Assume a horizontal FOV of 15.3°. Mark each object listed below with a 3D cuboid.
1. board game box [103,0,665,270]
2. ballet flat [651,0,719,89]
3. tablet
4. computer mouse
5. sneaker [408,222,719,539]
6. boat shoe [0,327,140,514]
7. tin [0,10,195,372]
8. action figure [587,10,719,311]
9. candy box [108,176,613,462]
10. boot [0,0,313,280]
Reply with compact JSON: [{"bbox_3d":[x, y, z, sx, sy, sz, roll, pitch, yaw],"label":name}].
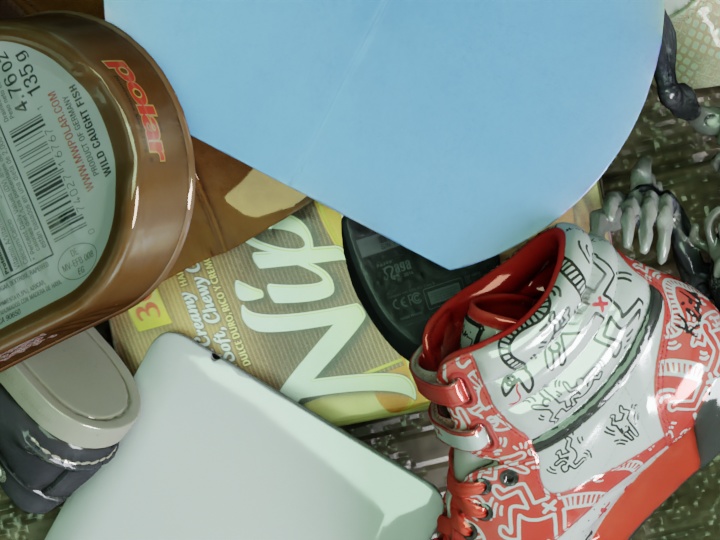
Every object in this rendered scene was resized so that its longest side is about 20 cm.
[{"bbox_3d":[0.009,-0.101,0.961,0.200,0.039,0.158,27,90,-6],"label":"board game box"},{"bbox_3d":[0.085,-0.151,1.044,0.067,0.062,0.200,-36,88,10],"label":"ballet flat"},{"bbox_3d":[-0.068,0.138,1.029,0.130,0.014,0.200,31,100,6],"label":"tablet"},{"bbox_3d":[0.007,-0.059,1.002,0.058,0.034,0.201,-15,90,-16],"label":"computer mouse"},{"bbox_3d":[0.047,0.076,0.974,0.108,0.067,0.202,34,102,-21],"label":"sneaker"},{"bbox_3d":[-0.164,0.011,1.039,0.200,0.073,0.063,48,124,24],"label":"boat shoe"},{"bbox_3d":[-0.147,-0.019,0.960,0.200,0.042,0.112,-26,80,32],"label":"tin"},{"bbox_3d":[0.142,-0.033,0.991,0.119,0.102,0.200,-14,102,22],"label":"action figure"},{"bbox_3d":[0.000,0.000,1.051,0.199,0.055,0.116,-11,91,2],"label":"candy box"},{"bbox_3d":[-0.125,-0.083,1.005,0.188,0.068,0.200,-23,105,1],"label":"boot"}]
